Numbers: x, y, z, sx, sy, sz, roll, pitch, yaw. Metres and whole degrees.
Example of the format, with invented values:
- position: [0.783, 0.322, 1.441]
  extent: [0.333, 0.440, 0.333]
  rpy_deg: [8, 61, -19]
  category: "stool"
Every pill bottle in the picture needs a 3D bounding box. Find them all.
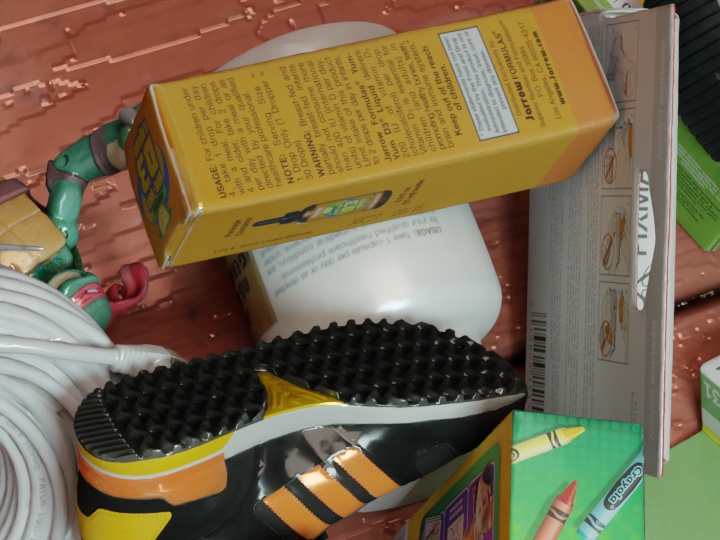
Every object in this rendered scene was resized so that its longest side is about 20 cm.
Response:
- position: [0.000, 0.000, 1.245]
  extent: [0.114, 0.114, 0.201]
  rpy_deg: [-15, 73, -19]
  category: "pill bottle"

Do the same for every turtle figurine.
- position: [-0.167, -0.025, 1.224]
  extent: [0.200, 0.101, 0.150]
  rpy_deg: [35, 46, 20]
  category: "turtle figurine"

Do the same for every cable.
- position: [-0.182, 0.089, 1.137]
  extent: [0.199, 0.069, 0.201]
  rpy_deg: [25, 98, -31]
  category: "cable"

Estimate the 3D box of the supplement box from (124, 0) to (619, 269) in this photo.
- position: [0.004, -0.059, 1.169]
  extent: [0.199, 0.067, 0.069]
  rpy_deg: [-15, 73, -23]
  category: "supplement box"

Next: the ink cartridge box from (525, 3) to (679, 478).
- position: [0.119, -0.014, 1.213]
  extent: [0.043, 0.173, 0.201]
  rpy_deg: [1, 91, -17]
  category: "ink cartridge box"

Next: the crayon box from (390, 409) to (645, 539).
- position: [0.060, 0.147, 1.153]
  extent: [0.058, 0.200, 0.120]
  rpy_deg: [7, 68, -13]
  category: "crayon box"

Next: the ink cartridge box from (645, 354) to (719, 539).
- position: [0.198, 0.095, 1.254]
  extent: [0.199, 0.048, 0.145]
  rpy_deg: [-24, 41, -22]
  category: "ink cartridge box"

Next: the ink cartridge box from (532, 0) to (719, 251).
- position: [0.201, -0.131, 1.366]
  extent: [0.200, 0.076, 0.148]
  rpy_deg: [-38, 81, -22]
  category: "ink cartridge box"

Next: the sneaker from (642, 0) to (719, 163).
- position: [0.202, -0.080, 1.268]
  extent: [0.088, 0.074, 0.201]
  rpy_deg: [-32, 95, -22]
  category: "sneaker"

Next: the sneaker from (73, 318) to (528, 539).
- position: [-0.026, 0.081, 1.139]
  extent: [0.199, 0.091, 0.070]
  rpy_deg: [-9, 32, -26]
  category: "sneaker"
